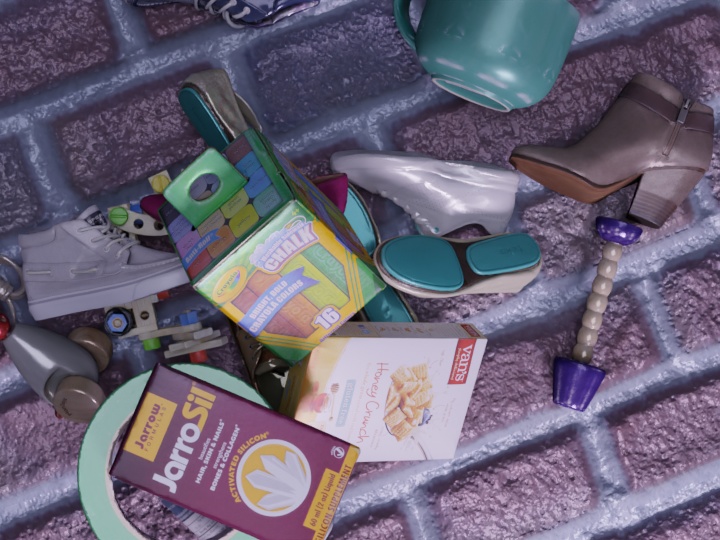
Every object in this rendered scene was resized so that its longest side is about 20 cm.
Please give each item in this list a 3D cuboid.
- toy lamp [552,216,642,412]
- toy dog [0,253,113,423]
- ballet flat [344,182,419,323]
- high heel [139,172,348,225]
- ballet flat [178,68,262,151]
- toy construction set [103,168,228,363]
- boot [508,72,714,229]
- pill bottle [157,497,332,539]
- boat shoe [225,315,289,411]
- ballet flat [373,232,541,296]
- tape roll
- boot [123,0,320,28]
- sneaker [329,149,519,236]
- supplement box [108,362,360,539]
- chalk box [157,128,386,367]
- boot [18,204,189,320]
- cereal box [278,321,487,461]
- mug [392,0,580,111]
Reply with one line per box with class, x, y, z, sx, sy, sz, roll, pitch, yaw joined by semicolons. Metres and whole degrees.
toy lamp;0.245;0.047;1.530;0.058;0.058;0.202;17;89;-4
toy dog;-0.341;0.090;1.466;0.200;0.132;0.096;38;125;1
ballet flat;0.000;0.000;1.508;0.069;0.069;0.201;-23;86;-5
high heel;-0.112;-0.073;1.431;0.199;0.067;0.097;11;110;-25
ballet flat;-0.114;-0.117;1.502;0.062;0.067;0.201;-33;99;-36
toy construction set;-0.204;0.004;1.483;0.130;0.092;0.202;-14;79;-5
boot;0.271;-0.139;1.537;0.199;0.070;0.147;24;81;-5
pill bottle;-0.128;0.216;1.465;0.200;0.120;0.120;44;86;-3
boat shoe;-0.086;0.086;1.493;0.075;0.074;0.201;-20;91;-5
ballet flat;0.092;0.001;1.484;0.199;0.069;0.070;-2;89;-28
tape roll;-0.165;0.188;1.377;0.199;0.048;0.202;1;85;-10
boot;-0.142;-0.285;1.496;0.199;0.073;0.091;-20;85;-5
sneaker;0.063;-0.075;1.515;0.198;0.075;0.089;9;100;-6
supplement box;-0.114;0.171;1.319;0.199;0.086;0.111;24;82;-6
chalk box;-0.093;-0.031;1.331;0.124;0.124;0.200;-40;134;9
boot;-0.243;-0.016;1.407;0.198;0.074;0.096;-12;95;20
cereal box;0.020;0.121;1.456;0.199;0.040;0.145;1;115;-28
mug;0.124;-0.232;1.492;0.151;0.185;0.115;22;90;-28
